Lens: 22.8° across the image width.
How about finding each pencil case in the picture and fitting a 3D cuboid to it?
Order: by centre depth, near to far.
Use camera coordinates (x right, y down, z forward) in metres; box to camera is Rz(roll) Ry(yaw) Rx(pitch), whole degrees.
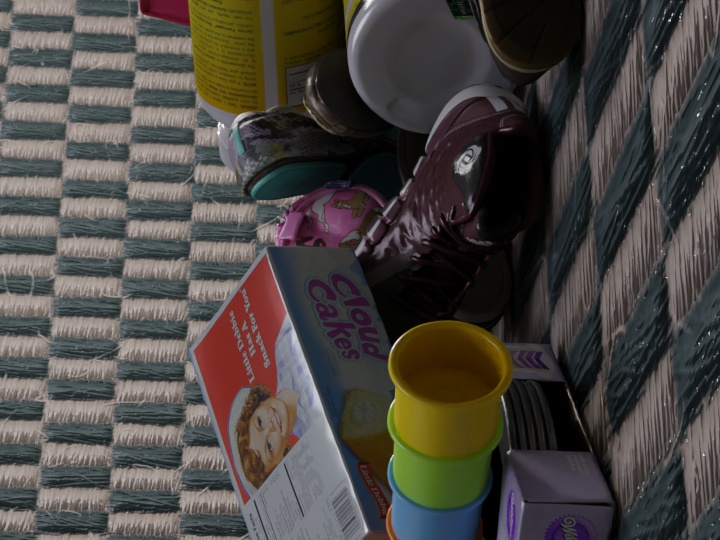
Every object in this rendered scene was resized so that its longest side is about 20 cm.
[{"bbox_3d":[0.000,0.000,1.235,0.200,0.083,0.087,53,-165,-73],"label":"pencil case"}]

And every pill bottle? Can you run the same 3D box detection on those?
[{"bbox_3d":[0.044,-0.188,1.202,0.200,0.114,0.114,-95,8,-54],"label":"pill bottle"},{"bbox_3d":[-0.066,-0.172,1.287,0.112,0.112,0.200,-95,3,-56],"label":"pill bottle"}]

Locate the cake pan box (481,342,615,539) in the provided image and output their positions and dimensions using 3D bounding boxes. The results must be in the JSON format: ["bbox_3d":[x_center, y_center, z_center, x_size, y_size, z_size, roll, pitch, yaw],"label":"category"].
[{"bbox_3d":[0.086,0.156,0.945,0.184,0.052,0.200,-103,16,-66],"label":"cake pan box"}]

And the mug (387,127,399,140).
[{"bbox_3d":[0.024,-0.029,1.399,0.185,0.114,0.152,128,144,-81],"label":"mug"}]

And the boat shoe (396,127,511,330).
[{"bbox_3d":[0.060,-0.038,1.219,0.063,0.073,0.200,103,164,-54],"label":"boat shoe"}]

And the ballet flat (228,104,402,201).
[{"bbox_3d":[-0.021,-0.082,1.231,0.200,0.072,0.072,4,-93,-56],"label":"ballet flat"}]

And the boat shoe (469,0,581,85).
[{"bbox_3d":[0.081,-0.199,0.994,0.065,0.073,0.200,125,147,-72],"label":"boat shoe"}]

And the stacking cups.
[{"bbox_3d":[0.038,0.119,0.906,0.061,0.060,0.200,-93,5,-50],"label":"stacking cups"}]

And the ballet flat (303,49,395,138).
[{"bbox_3d":[-0.002,-0.127,1.230,0.046,0.067,0.200,-37,9,24],"label":"ballet flat"}]

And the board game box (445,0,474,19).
[{"bbox_3d":[0.069,-0.263,1.069,0.105,0.023,0.200,49,-133,-61],"label":"board game box"}]

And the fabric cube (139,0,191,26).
[{"bbox_3d":[-0.042,-0.304,1.399,0.199,0.196,0.200,-45,-34,-51],"label":"fabric cube"}]

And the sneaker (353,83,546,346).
[{"bbox_3d":[0.051,-0.013,1.073,0.200,0.076,0.116,-67,17,10],"label":"sneaker"}]

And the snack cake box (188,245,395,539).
[{"bbox_3d":[-0.026,0.097,1.072,0.115,0.067,0.200,-52,48,42],"label":"snack cake box"}]
